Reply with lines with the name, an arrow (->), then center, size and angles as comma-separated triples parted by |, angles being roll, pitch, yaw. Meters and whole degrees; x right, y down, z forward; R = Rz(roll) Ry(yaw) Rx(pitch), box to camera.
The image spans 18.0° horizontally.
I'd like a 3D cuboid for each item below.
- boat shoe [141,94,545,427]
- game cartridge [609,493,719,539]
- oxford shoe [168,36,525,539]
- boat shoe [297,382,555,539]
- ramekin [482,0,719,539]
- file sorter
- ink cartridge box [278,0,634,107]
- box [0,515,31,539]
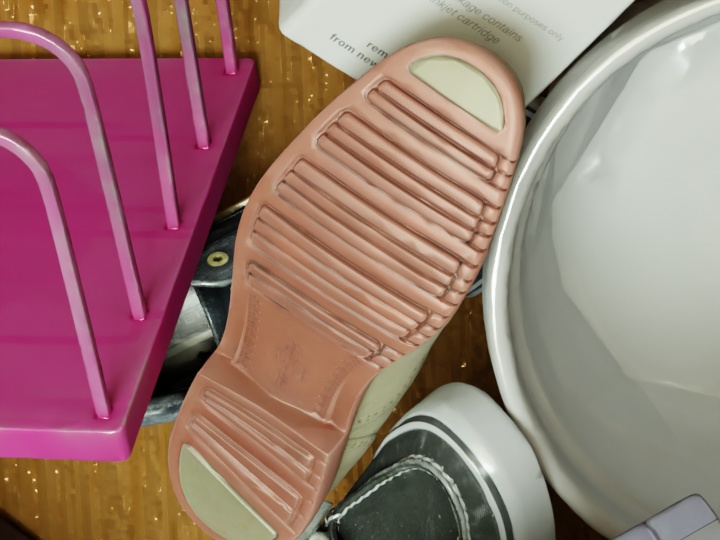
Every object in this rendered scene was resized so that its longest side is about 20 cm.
boat shoe -> -0.017, 0.002, 0.797 | 0.199, 0.091, 0.071 | -28, 93, 15
game cartridge -> 0.034, 0.138, 0.718 | 0.129, 0.200, 0.039 | -21, 71, -19
oxford shoe -> 0.000, 0.000, 0.717 | 0.071, 0.074, 0.200 | 38, 126, 7
boat shoe -> 0.004, 0.111, 0.769 | 0.074, 0.068, 0.200 | 52, 148, 14
ramekin -> 0.137, -0.007, 0.739 | 0.198, 0.105, 0.202 | 1, 108, 2
file sorter -> -0.127, -0.054, 0.738 | 0.138, 0.201, 0.126 | 1, 129, 12
ink cartridge box -> 0.065, -0.159, 0.691 | 0.083, 0.146, 0.200 | 30, 126, -24
box -> -0.152, 0.208, 0.822 | 0.200, 0.166, 0.165 | 38, 105, 3
